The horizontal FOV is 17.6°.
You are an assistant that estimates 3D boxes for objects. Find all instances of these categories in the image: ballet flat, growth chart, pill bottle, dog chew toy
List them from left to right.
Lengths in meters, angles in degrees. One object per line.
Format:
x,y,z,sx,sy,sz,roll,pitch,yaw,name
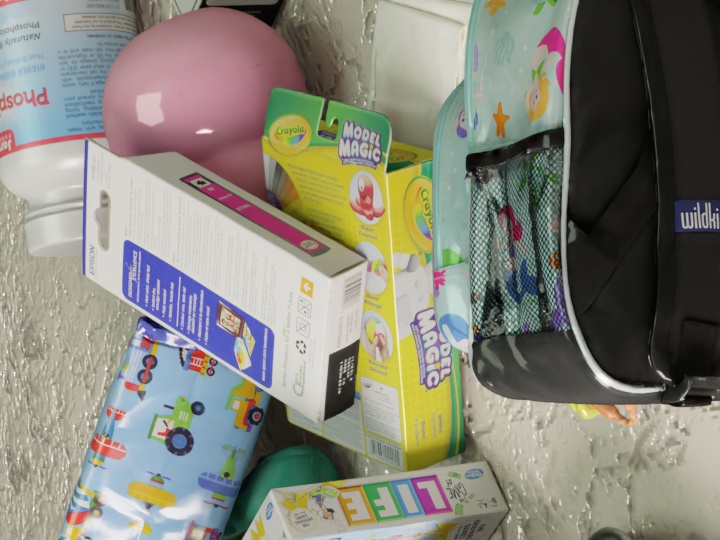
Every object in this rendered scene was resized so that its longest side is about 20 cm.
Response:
-0.201,-0.115,1.602,0.109,0.109,0.201,-19,77,60,pill bottle
-0.072,-0.052,1.377,0.125,0.124,0.200,-35,77,57,dog chew toy
-0.064,0.157,1.460,0.200,0.067,0.071,-40,36,56,ballet flat
0.038,-0.079,1.274,0.145,0.018,0.200,39,127,52,growth chart

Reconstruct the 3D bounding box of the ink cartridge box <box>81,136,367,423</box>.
-0.080,-0.001,1.300,0.200,0.037,0.095,28,128,33,ink cartridge box

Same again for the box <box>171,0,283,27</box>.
-0.068,-0.250,1.392,0.117,0.060,0.200,65,145,31,box

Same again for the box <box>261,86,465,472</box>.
0.000,0.000,1.281,0.117,0.048,0.200,20,122,49,box

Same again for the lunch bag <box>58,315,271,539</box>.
-0.120,0.102,1.472,0.200,0.094,0.151,-124,54,-83,lunch bag

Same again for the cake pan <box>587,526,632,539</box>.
0.110,0.224,1.110,0.200,0.037,0.201,178,90,-79,cake pan

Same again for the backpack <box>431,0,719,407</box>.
0.120,-0.047,0.972,0.150,0.177,0.201,0,90,56,backpack

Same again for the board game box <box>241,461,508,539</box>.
-0.017,0.182,1.293,0.034,0.134,0.200,65,146,31,board game box

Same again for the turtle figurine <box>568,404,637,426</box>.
0.094,-0.022,1.134,0.161,0.064,0.200,-17,88,68,turtle figurine
